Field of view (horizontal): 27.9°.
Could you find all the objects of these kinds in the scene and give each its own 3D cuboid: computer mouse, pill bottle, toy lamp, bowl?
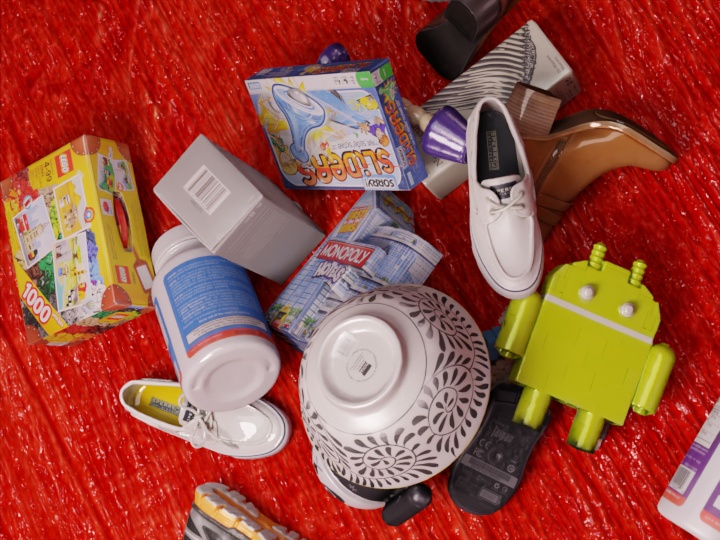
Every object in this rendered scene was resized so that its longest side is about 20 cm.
[{"bbox_3d":[0.179,0.169,1.507,0.139,0.046,0.202,21,101,-6],"label":"computer mouse"},{"bbox_3d":[-0.165,0.045,1.583,0.112,0.112,0.201,-32,51,9],"label":"pill bottle"},{"bbox_3d":[0.041,-0.174,1.540,0.199,0.058,0.059,35,91,25],"label":"toy lamp"},{"bbox_3d":[0.015,0.096,1.361,0.198,0.094,0.203,-7,70,21],"label":"bowl"},{"bbox_3d":[0.383,0.175,1.405,0.111,0.111,0.201,31,90,20],"label":"pill bottle"}]

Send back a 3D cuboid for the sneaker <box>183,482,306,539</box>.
[{"bbox_3d":[-0.109,0.312,1.561,0.199,0.078,0.078,35,104,24],"label":"sneaker"}]

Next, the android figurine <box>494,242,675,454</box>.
[{"bbox_3d":[0.227,0.074,1.453,0.180,0.041,0.202,24,84,-7],"label":"android figurine"}]

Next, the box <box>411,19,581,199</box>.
[{"bbox_3d":[0.135,-0.173,1.573,0.199,0.068,0.082,-39,70,7],"label":"box"}]

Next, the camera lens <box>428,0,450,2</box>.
[{"bbox_3d":[0.068,-0.394,1.566,0.158,0.200,0.162,-3,79,17],"label":"camera lens"}]

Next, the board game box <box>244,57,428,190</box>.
[{"bbox_3d":[-0.028,-0.154,1.555,0.199,0.034,0.137,3,122,46],"label":"board game box"}]

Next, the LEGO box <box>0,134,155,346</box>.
[{"bbox_3d":[-0.323,-0.030,1.665,0.148,0.077,0.202,-23,72,31],"label":"LEGO box"}]

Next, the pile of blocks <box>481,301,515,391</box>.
[{"bbox_3d":[0.151,0.069,1.518,0.199,0.082,0.062,-38,31,5],"label":"pile of blocks"}]

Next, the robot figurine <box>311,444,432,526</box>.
[{"bbox_3d":[0.028,0.164,1.481,0.124,0.200,0.151,32,48,-9],"label":"robot figurine"}]

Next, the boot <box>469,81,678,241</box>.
[{"bbox_3d":[0.221,-0.095,1.525,0.198,0.077,0.157,15,106,-14],"label":"boot"}]

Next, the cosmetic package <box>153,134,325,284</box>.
[{"bbox_3d":[-0.126,-0.062,1.566,0.090,0.200,0.107,-47,68,2],"label":"cosmetic package"}]

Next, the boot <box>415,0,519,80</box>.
[{"bbox_3d":[0.156,-0.307,1.573,0.068,0.189,0.200,44,70,8],"label":"boot"}]

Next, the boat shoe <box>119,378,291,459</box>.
[{"bbox_3d":[-0.177,0.156,1.599,0.200,0.086,0.075,16,85,20],"label":"boat shoe"}]

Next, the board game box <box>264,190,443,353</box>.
[{"bbox_3d":[0.000,0.000,1.540,0.062,0.200,0.201,38,80,-20],"label":"board game box"}]

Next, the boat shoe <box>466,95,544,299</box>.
[{"bbox_3d":[0.142,-0.075,1.431,0.071,0.066,0.203,-4,74,4],"label":"boat shoe"}]
